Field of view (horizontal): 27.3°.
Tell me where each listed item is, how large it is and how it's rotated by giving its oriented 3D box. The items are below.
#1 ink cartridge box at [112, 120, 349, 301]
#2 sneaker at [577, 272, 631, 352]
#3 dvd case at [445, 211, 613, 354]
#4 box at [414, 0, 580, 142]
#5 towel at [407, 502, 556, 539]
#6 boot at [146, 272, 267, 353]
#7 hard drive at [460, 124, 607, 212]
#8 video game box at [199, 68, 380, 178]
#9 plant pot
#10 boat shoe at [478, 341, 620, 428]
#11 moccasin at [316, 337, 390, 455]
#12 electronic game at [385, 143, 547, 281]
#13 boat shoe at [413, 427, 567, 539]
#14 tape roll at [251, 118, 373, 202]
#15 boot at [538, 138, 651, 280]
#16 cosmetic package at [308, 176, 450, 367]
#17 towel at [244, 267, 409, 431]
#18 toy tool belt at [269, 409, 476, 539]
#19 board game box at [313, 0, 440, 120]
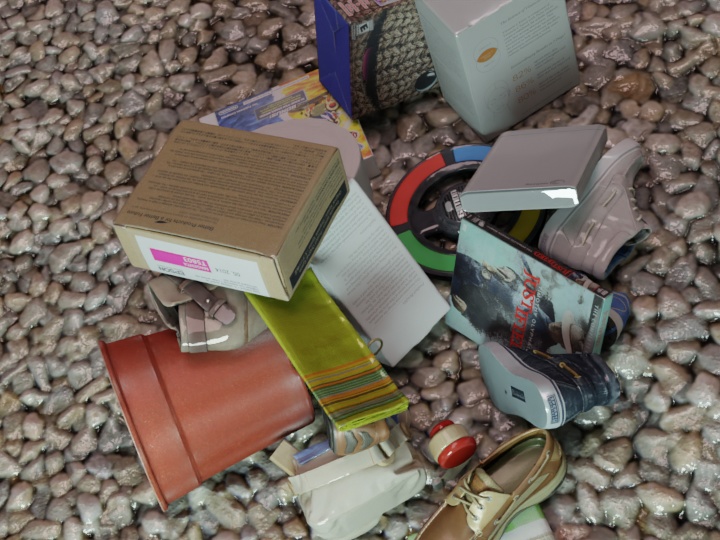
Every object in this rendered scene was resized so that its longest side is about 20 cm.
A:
[{"bbox_3d":[-0.135,-0.067,1.568,0.199,0.075,0.165,13,54,23],"label":"ink cartridge box"},{"bbox_3d":[0.212,0.037,1.669,0.199,0.076,0.077,19,37,31],"label":"sneaker"},{"bbox_3d":[0.180,0.042,1.624,0.199,0.147,0.022,32,40,32],"label":"dvd case"},{"bbox_3d":[0.170,-0.287,1.821,0.152,0.200,0.106,-32,52,-8],"label":"box"},{"bbox_3d":[0.143,0.331,1.501,0.148,0.031,0.201,-20,50,1],"label":"towel"},{"bbox_3d":[-0.161,-0.001,1.603,0.145,0.070,0.201,-19,52,-16],"label":"boot"},{"bbox_3d":[0.202,-0.119,1.697,0.131,0.027,0.200,-2,24,21],"label":"hard drive"},{"bbox_3d":[-0.095,-0.161,1.915,0.199,0.047,0.183,-23,54,1],"label":"video game box"},{"bbox_3d":[-0.165,0.136,1.643,0.194,0.201,0.201,-22,51,-8],"label":"plant pot"},{"bbox_3d":[0.198,0.116,1.581,0.090,0.071,0.200,-14,16,-15],"label":"boat shoe"},{"bbox_3d":[-0.010,0.111,1.557,0.077,0.074,0.202,-8,30,-8],"label":"moccasin"},{"bbox_3d":[0.127,-0.073,1.782,0.199,0.042,0.201,-9,54,12],"label":"electronic game"},{"bbox_3d":[0.126,0.231,1.517,0.200,0.074,0.076,-41,52,-16],"label":"boat shoe"},{"bbox_3d":[-0.087,-0.094,1.769,0.201,0.071,0.203,-11,41,9],"label":"tape roll"},{"bbox_3d":[0.295,-0.066,1.702,0.095,0.074,0.200,30,59,22],"label":"boot"},{"bbox_3d":[0.000,0.000,1.667,0.101,0.200,0.071,-44,23,-16],"label":"cosmetic package"},{"bbox_3d":[-0.035,0.078,1.514,0.086,0.018,0.200,-16,53,-31],"label":"towel"},{"bbox_3d":[0.011,0.190,1.582,0.199,0.125,0.123,-30,60,-6],"label":"toy tool belt"},{"bbox_3d":[0.051,-0.307,1.872,0.199,0.160,0.097,-24,51,-18],"label":"board game box"}]
